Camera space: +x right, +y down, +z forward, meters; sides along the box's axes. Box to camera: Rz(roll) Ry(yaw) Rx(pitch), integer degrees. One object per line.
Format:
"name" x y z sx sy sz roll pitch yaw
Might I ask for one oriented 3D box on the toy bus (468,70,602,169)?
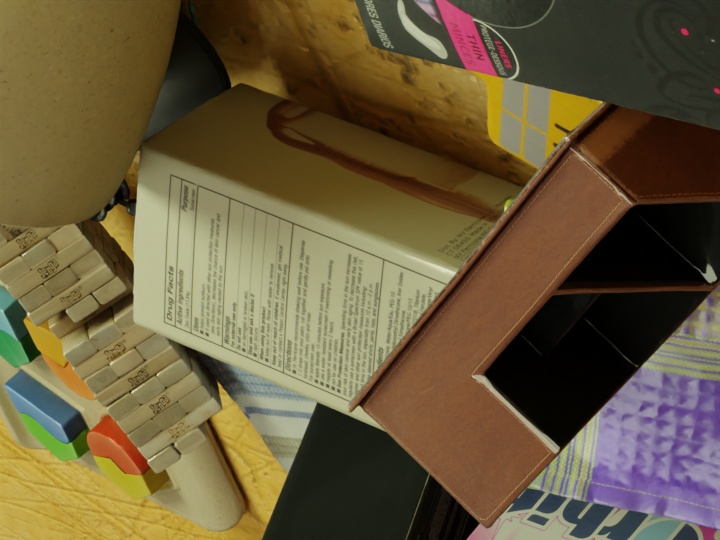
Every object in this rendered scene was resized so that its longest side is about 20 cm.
"toy bus" 0.116 -0.064 1.135 0.200 0.065 0.078 31 151 22

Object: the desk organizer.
"desk organizer" 0.081 0.012 1.106 0.077 0.072 0.200 43 139 5

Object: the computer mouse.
"computer mouse" -0.121 -0.066 1.420 0.200 0.046 0.141 2 130 53

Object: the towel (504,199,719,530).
"towel" 0.148 0.049 1.182 0.199 0.023 0.144 14 121 14

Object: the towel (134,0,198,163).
"towel" -0.133 -0.129 1.421 0.146 0.022 0.200 31 151 26

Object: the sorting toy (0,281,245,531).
"sorting toy" -0.175 0.071 1.723 0.199 0.036 0.186 17 141 41

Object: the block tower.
"block tower" -0.149 0.013 1.539 0.200 0.054 0.058 53 -173 -25

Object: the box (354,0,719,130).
"box" 0.089 -0.139 1.025 0.199 0.106 0.123 16 141 41

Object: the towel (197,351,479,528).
"towel" -0.020 0.069 1.533 0.147 0.024 0.200 2 133 48

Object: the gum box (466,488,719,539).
"gum box" 0.141 0.153 1.338 0.199 0.114 0.066 18 143 40

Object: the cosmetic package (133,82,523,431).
"cosmetic package" 0.000 0.000 1.304 0.199 0.087 0.104 23 126 25

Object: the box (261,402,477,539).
"box" -0.001 0.167 1.424 0.078 0.200 0.142 4 131 17

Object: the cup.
"cup" -0.155 -0.140 1.241 0.200 0.200 0.143 41 118 6
